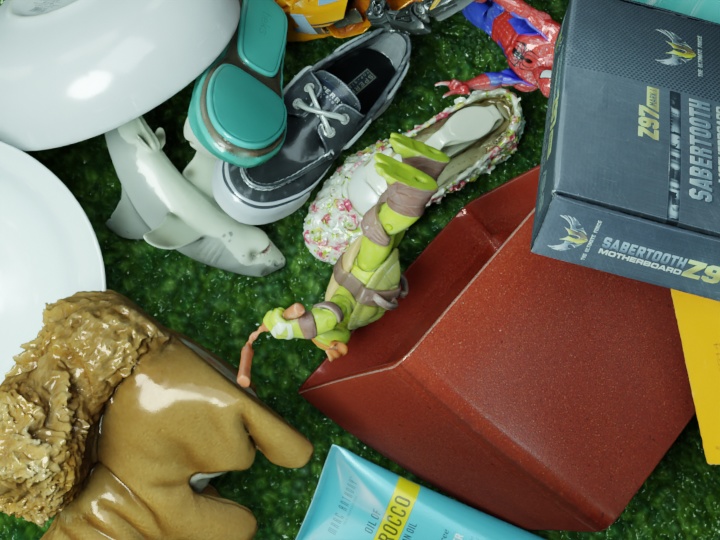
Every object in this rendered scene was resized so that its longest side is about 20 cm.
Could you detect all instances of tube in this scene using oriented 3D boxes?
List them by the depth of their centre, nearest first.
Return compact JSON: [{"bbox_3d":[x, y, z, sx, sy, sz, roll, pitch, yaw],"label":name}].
[{"bbox_3d":[0.061,0.184,0.866,0.199,0.050,0.078,21,102,-2],"label":"tube"}]

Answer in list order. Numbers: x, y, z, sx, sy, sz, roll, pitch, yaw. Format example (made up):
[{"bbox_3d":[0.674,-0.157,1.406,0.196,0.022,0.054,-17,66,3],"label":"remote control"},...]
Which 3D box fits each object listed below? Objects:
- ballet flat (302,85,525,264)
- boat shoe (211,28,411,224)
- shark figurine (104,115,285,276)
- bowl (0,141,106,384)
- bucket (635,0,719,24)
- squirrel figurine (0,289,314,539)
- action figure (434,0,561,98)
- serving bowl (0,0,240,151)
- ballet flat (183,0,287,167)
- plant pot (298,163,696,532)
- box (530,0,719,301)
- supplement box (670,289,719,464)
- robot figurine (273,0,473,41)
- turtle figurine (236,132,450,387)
[{"bbox_3d":[0.041,-0.079,0.947,0.200,0.064,0.076,-37,81,-19],"label":"ballet flat"},{"bbox_3d":[-0.028,-0.110,0.918,0.072,0.068,0.200,45,55,3],"label":"boat shoe"},{"bbox_3d":[-0.156,-0.070,0.905,0.128,0.089,0.215,-26,84,-52],"label":"shark figurine"},{"bbox_3d":[-0.272,0.015,0.828,0.200,0.090,0.202,1,87,-25],"label":"bowl"},{"bbox_3d":[0.257,-0.142,0.940,0.207,0.207,0.135,38,75,4],"label":"bucket"},{"bbox_3d":[-0.159,0.123,0.791,0.200,0.141,0.187,39,87,-32],"label":"squirrel figurine"},{"bbox_3d":[0.080,-0.193,0.950,0.099,0.065,0.200,-6,48,-36],"label":"action figure"},{"bbox_3d":[-0.185,-0.167,0.872,0.199,0.066,0.201,-17,37,13],"label":"serving bowl"},{"bbox_3d":[-0.087,-0.115,0.878,0.067,0.070,0.201,30,34,-20],"label":"ballet flat"},{"bbox_3d":[0.109,0.063,0.851,0.176,0.200,0.200,46,69,-7],"label":"plant pot"},{"bbox_3d":[0.187,-0.075,0.755,0.157,0.051,0.201,15,46,0],"label":"box"},{"bbox_3d":[0.287,0.032,0.836,0.200,0.073,0.127,-25,104,-46],"label":"supplement box"},{"bbox_3d":[0.021,-0.226,0.930,0.058,0.199,0.146,45,55,-36],"label":"robot figurine"},{"bbox_3d":[0.000,0.000,0.827,0.064,0.162,0.200,34,28,13],"label":"turtle figurine"}]
